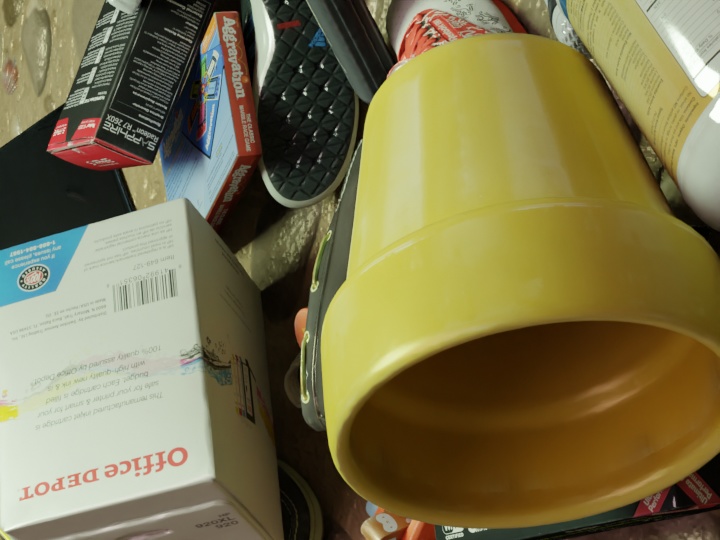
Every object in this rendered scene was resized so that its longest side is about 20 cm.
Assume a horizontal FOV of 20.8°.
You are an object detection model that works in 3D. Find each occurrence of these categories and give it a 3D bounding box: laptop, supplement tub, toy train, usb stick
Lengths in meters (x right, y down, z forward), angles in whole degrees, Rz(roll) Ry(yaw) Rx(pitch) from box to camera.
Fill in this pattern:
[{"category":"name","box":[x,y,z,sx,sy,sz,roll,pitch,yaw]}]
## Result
[{"category":"laptop","box":[-0.243,-0.002,1.580,0.201,0.115,0.189,100,151,-60]},{"category":"supplement tub","box":[0.192,-0.108,0.933,0.145,0.144,0.201,-54,52,36]},{"category":"toy train","box":[-0.001,0.096,1.242,0.200,0.055,0.151,51,127,38]},{"category":"usb stick","box":[-0.022,-0.174,1.184,0.033,0.200,0.056,-37,49,-5]}]

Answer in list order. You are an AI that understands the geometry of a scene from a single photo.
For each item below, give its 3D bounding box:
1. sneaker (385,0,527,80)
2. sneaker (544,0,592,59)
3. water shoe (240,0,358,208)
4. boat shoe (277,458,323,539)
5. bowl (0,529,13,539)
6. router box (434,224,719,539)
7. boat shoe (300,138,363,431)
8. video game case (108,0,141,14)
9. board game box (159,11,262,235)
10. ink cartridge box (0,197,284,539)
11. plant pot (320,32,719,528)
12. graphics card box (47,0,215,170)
[{"category":"sneaker","box":[0.047,-0.119,1.141,0.201,0.107,0.068,46,124,41]},{"category":"sneaker","box":[0.144,-0.222,1.047,0.201,0.075,0.115,-59,45,28]},{"category":"water shoe","box":[-0.043,-0.143,1.301,0.079,0.071,0.202,-159,65,-82]},{"category":"boat shoe","box":[-0.104,0.152,1.361,0.200,0.066,0.072,27,108,47]},{"category":"bowl","box":[-0.188,0.201,1.420,0.201,0.094,0.201,45,166,14]},{"category":"router box","box":[0.115,0.070,1.092,0.199,0.062,0.152,-21,72,49]},{"category":"boat shoe","box":[0.000,0.000,1.190,0.060,0.072,0.203,-14,56,35]},{"category":"video game case","box":[-0.135,-0.275,1.341,0.183,0.024,0.200,-61,22,8]},{"category":"board game box","box":[-0.105,-0.083,1.344,0.200,0.019,0.104,126,135,-63]},{"category":"ink cartridge box","box":[-0.145,0.087,1.281,0.146,0.145,0.202,-14,60,12]},{"category":"plant pot","box":[0.074,-0.002,0.960,0.201,0.199,0.190,-45,41,41]},{"category":"graphics card box","box":[-0.146,-0.169,1.355,0.125,0.050,0.202,-1,69,67]}]
